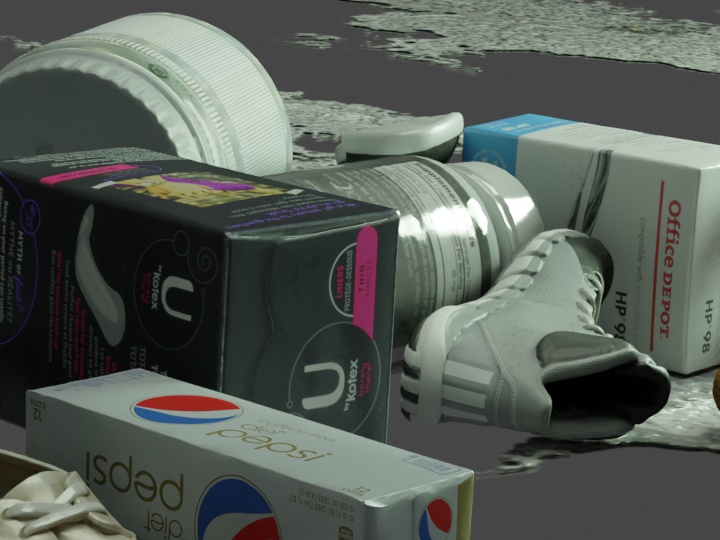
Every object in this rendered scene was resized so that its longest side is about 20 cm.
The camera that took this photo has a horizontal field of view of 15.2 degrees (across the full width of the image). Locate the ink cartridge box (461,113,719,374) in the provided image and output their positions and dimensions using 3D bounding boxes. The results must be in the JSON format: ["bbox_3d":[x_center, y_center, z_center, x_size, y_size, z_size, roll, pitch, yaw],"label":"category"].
[{"bbox_3d":[0.151,-0.014,1.488,0.200,0.116,0.067,12,15,38],"label":"ink cartridge box"}]

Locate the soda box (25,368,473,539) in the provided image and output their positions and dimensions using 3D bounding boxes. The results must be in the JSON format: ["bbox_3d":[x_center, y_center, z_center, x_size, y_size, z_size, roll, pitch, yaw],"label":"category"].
[{"bbox_3d":[-0.048,0.094,1.072,0.064,0.068,0.200,-10,17,-44],"label":"soda box"}]

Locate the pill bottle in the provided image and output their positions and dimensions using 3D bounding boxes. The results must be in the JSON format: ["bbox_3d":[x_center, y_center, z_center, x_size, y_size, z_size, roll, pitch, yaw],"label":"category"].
[{"bbox_3d":[0.000,0.000,1.401,0.114,0.114,0.200,13,16,40],"label":"pill bottle"}]

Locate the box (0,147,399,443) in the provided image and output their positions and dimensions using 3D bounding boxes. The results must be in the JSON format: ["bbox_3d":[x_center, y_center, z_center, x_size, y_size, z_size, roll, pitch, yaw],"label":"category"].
[{"bbox_3d":[-0.087,0.019,1.243,0.106,0.123,0.200,-8,16,-41],"label":"box"}]

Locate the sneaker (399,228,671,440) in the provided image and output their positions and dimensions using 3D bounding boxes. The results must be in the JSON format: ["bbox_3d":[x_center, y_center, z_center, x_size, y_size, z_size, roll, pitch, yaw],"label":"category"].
[{"bbox_3d":[0.112,0.042,1.360,0.115,0.075,0.200,14,27,26],"label":"sneaker"}]

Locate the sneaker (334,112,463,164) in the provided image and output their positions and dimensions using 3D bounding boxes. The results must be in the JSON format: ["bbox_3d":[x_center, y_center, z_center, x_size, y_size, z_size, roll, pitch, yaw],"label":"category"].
[{"bbox_3d":[0.025,-0.034,1.554,0.070,0.100,0.200,-8,-3,-7],"label":"sneaker"}]

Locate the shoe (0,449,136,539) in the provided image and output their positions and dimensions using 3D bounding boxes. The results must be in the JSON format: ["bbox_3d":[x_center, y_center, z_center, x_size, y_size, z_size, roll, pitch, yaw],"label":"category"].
[{"bbox_3d":[-0.149,0.099,1.064,0.200,0.054,0.070,14,17,41],"label":"shoe"}]

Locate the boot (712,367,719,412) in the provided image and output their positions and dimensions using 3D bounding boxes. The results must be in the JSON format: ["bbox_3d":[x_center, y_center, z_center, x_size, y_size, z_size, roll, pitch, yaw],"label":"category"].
[{"bbox_3d":[0.284,0.054,1.344,0.155,0.077,0.200,8,20,40],"label":"boot"}]

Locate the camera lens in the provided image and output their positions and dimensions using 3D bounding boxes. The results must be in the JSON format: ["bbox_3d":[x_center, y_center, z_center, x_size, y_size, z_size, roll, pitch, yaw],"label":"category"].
[{"bbox_3d":[-0.134,-0.058,1.526,0.159,0.161,0.200,5,13,13],"label":"camera lens"}]
